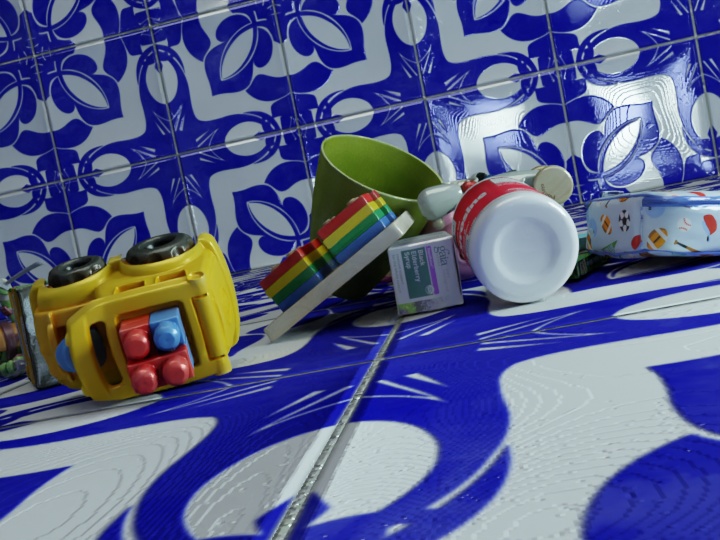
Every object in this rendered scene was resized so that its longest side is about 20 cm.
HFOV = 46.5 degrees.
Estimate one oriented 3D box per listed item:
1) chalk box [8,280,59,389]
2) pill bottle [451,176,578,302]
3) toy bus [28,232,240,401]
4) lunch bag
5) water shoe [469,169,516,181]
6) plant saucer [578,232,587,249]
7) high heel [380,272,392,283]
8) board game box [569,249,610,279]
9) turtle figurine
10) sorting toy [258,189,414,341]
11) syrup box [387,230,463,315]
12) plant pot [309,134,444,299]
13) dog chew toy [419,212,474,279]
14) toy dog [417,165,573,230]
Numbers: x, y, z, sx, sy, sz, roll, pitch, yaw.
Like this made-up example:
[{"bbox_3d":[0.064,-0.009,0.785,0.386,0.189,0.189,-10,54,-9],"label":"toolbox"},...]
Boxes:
[{"bbox_3d":[-0.323,0.060,1.053,0.198,0.126,0.124,-12,4,-27],"label":"chalk box"},{"bbox_3d":[0.161,-0.043,0.928,0.111,0.113,0.200,-11,13,0],"label":"pill bottle"},{"bbox_3d":[-0.217,0.063,0.793,0.198,0.137,0.192,-14,20,-4],"label":"toy bus"},{"bbox_3d":[0.355,-0.055,0.951,0.159,0.076,0.200,-4,5,-11],"label":"lunch bag"},{"bbox_3d":[0.216,-0.110,1.228,0.079,0.071,0.200,-45,22,16],"label":"water shoe"},{"bbox_3d":[0.340,-0.048,1.087,0.198,0.019,0.070,-12,3,5],"label":"plant saucer"},{"bbox_3d":[0.000,0.000,1.395,0.198,0.068,0.096,1,-10,-12],"label":"high heel"},{"bbox_3d":[0.249,-0.008,1.050,0.104,0.024,0.200,-7,5,31],"label":"board game box"},{"bbox_3d":[-0.517,0.083,1.173,0.193,0.145,0.200,-18,2,-26],"label":"turtle figurine"},{"bbox_3d":[-0.036,-0.018,1.035,0.198,0.070,0.200,-39,2,10],"label":"sorting toy"},{"bbox_3d":[0.078,-0.001,1.039,0.081,0.080,0.200,-11,4,5],"label":"syrup box"},{"bbox_3d":[0.002,-0.064,1.224,0.185,0.201,0.188,16,29,-9],"label":"plant pot"},{"bbox_3d":[0.140,-0.042,1.223,0.123,0.126,0.200,-11,12,2],"label":"dog chew toy"},{"bbox_3d":[0.183,-0.077,1.085,0.198,0.097,0.132,-7,7,29],"label":"toy dog"}]
